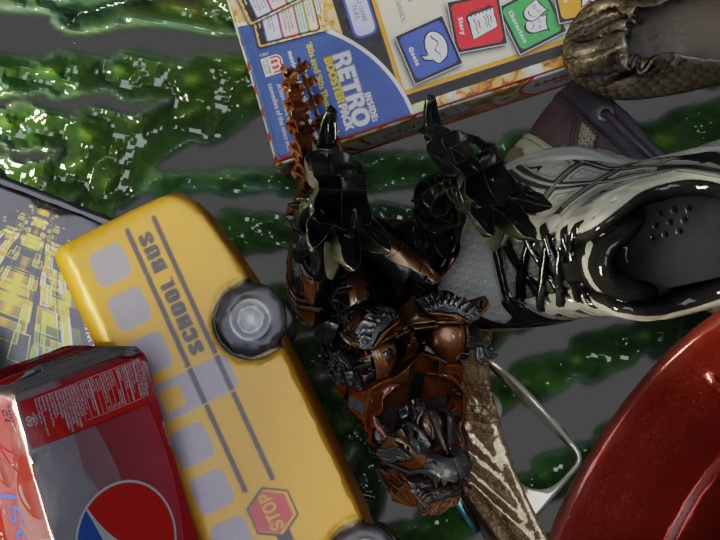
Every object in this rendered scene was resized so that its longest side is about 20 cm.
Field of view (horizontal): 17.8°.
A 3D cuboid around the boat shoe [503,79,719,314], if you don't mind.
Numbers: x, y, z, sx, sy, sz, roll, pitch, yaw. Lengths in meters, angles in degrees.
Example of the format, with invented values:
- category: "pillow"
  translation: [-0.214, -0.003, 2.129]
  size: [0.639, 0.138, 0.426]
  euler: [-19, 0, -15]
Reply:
- category: "boat shoe"
  translation: [0.160, -0.017, 1.027]
  size: [0.199, 0.072, 0.065]
  euler: [33, 93, 12]

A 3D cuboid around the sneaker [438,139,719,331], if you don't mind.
- category: "sneaker"
  translation: [0.099, -0.013, 0.960]
  size: [0.199, 0.088, 0.076]
  euler: [-14, 98, 31]

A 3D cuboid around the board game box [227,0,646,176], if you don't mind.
- category: "board game box"
  translation: [0.035, -0.147, 1.058]
  size: [0.198, 0.046, 0.153]
  euler: [-17, 84, 2]

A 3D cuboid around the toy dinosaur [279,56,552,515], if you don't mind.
- category: "toy dinosaur"
  translation: [0.000, 0.000, 0.975]
  size: [0.102, 0.136, 0.200]
  euler: [-33, 73, -30]

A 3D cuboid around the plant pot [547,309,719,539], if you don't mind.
- category: "plant pot"
  translation: [0.204, 0.142, 0.938]
  size: [0.195, 0.201, 0.202]
  euler: [32, 88, -17]

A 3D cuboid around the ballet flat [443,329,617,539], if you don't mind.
- category: "ballet flat"
  translation: [0.078, 0.112, 1.022]
  size: [0.065, 0.071, 0.201]
  euler: [-28, 85, -1]

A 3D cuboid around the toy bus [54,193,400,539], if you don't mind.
- category: "toy bus"
  translation: [-0.048, 0.067, 0.954]
  size: [0.078, 0.065, 0.201]
  euler: [-25, 85, 0]

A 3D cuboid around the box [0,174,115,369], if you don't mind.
- category: "box"
  translation: [-0.157, 0.065, 1.018]
  size: [0.160, 0.049, 0.201]
  euler: [21, 88, 7]

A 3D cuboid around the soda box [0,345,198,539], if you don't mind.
- category: "soda box"
  translation: [-0.101, 0.133, 0.924]
  size: [0.063, 0.070, 0.202]
  euler: [-19, 100, -32]

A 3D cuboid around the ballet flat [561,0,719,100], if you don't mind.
- category: "ballet flat"
  translation: [0.183, -0.117, 0.993]
  size: [0.198, 0.046, 0.068]
  euler: [-13, 89, 7]
